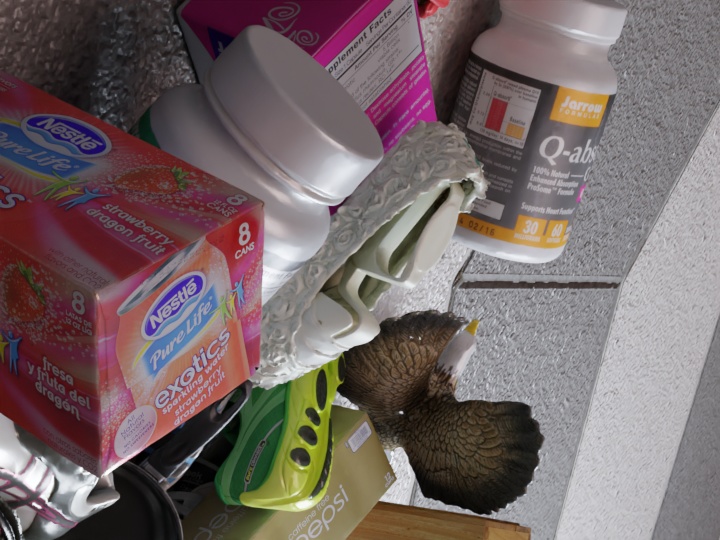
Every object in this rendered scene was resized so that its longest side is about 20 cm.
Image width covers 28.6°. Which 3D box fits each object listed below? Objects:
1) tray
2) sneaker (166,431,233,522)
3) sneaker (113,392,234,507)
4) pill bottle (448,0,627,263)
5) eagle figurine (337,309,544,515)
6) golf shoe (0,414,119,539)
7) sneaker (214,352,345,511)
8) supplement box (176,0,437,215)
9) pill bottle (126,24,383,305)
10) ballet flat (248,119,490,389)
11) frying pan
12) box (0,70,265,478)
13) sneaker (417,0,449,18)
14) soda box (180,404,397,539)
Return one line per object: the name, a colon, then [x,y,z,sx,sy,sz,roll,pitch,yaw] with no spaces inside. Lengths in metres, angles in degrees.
tray: [0.017,0.191,1.057,0.099,0.199,0.037,27,69,-61]
sneaker: [-0.123,0.187,0.970,0.200,0.076,0.081,-55,141,-28]
sneaker: [-0.102,0.064,0.900,0.201,0.075,0.087,-56,169,0]
pill bottle: [0.128,-0.117,1.077,0.116,0.116,0.201,-12,123,-55]
eagle figurine: [0.050,0.099,1.070,0.200,0.151,0.152,-123,-144,-87]
golf shoe: [-0.183,0.083,0.734,0.088,0.078,0.200,-15,150,-9]
sneaker: [-0.058,0.077,0.939,0.200,0.083,0.074,-80,157,-54]
supplement box: [-0.022,-0.098,0.862,0.103,0.101,0.201,-47,146,-26]
pill bottle: [-0.088,-0.023,0.732,0.200,0.113,0.113,-45,156,18]
ballet flat: [0.000,0.000,0.820,0.200,0.072,0.072,-51,152,6]
frying pan: [-0.149,0.126,0.842,0.031,0.114,0.191,-97,-151,-75]
box: [-0.147,-0.011,0.626,0.102,0.199,0.095,-31,138,-43]
sneaker: [0.055,-0.211,0.939,0.199,0.077,0.085,-12,129,-42]
soda box: [-0.067,0.175,0.931,0.200,0.068,0.064,-44,125,-33]
